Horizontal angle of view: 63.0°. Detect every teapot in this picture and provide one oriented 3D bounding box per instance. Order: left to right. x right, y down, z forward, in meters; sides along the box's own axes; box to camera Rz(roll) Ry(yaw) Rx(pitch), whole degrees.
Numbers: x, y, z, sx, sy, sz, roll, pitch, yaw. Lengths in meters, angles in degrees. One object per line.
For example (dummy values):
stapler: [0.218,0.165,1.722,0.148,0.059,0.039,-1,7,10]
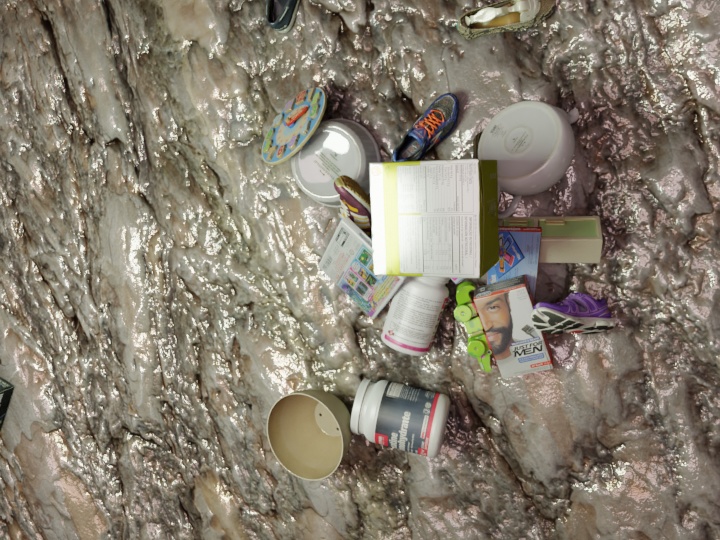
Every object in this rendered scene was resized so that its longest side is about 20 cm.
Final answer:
teapot: [0.338,-0.225,1.172,0.199,0.146,0.198,-16,65,31]

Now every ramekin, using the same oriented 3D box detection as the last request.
ramekin: [-0.061,-0.239,1.301,0.202,0.094,0.203,2,97,15]

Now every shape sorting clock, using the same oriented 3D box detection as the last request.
shape sorting clock: [-0.149,-0.317,1.281,0.200,0.200,0.039,-40,125,16]

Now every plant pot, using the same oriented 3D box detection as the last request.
plant pot: [-0.096,0.361,1.358,0.200,0.134,0.201,4,99,27]

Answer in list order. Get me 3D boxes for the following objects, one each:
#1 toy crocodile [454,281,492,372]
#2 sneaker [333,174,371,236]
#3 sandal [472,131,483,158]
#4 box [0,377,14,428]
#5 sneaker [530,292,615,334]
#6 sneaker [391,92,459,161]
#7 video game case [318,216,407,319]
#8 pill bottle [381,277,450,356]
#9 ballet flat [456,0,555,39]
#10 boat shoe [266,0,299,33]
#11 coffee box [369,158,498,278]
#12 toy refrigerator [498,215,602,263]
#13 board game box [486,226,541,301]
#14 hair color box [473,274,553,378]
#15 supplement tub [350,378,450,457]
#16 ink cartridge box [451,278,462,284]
toy crocodile: [0.250,0.123,1.276,0.062,0.067,0.201,-20,91,17]
sneaker: [-0.015,-0.125,1.255,0.090,0.200,0.075,-35,54,14]
sandal: [0.249,-0.190,1.237,0.055,0.081,0.201,-6,83,53]
box: [-1.112,0.362,1.670,0.200,0.086,0.164,28,103,10]
sneaker: [0.422,0.082,1.187,0.081,0.199,0.084,-39,51,52]
sneaker: [0.137,-0.289,1.249,0.075,0.078,0.200,40,105,7]
video game case: [0.000,0.000,1.288,0.182,0.024,0.200,44,146,8]
pill bottle: [0.126,0.073,1.280,0.113,0.113,0.201,20,102,12]
ballet flat: [0.291,-0.514,1.180,0.199,0.075,0.068,-9,94,16]
boat shoe: [-0.167,-0.634,1.297,0.075,0.062,0.201,22,102,14]
coffee box: [0.143,-0.101,1.077,0.197,0.200,0.201,1,100,22]
toy refrigerator: [0.382,-0.065,1.199,0.199,0.076,0.070,1,134,16]
board game box: [0.312,-0.008,1.208,0.103,0.019,0.200,2,134,12]
hair color box: [0.320,0.120,1.227,0.111,0.064,0.201,-17,108,21]
supplement tub: [0.090,0.324,1.307,0.199,0.140,0.141,11,100,14]
ink cartridge box: [0.172,-0.077,1.246,0.200,0.119,0.042,49,136,4]
